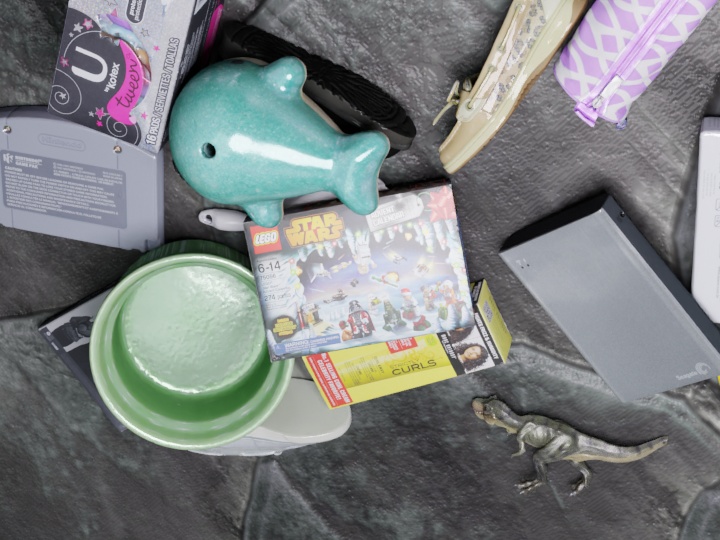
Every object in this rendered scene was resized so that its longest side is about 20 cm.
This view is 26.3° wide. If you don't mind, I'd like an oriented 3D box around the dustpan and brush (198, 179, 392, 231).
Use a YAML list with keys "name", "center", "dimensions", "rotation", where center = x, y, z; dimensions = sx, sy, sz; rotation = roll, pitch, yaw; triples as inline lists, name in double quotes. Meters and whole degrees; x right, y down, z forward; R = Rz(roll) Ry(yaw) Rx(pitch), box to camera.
- name: "dustpan and brush"
  center: [-0.066, -0.037, 1.507]
  dimensions: [0.198, 0.057, 0.141]
  rotation: [4, 115, 6]

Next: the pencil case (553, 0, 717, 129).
- name: "pencil case"
  center: [0.240, -0.214, 1.287]
  dimensions: [0.084, 0.086, 0.201]
  rotation: [32, 122, -3]

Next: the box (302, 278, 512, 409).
- name: "box"
  center: [0.045, 0.075, 1.534]
  dimensions: [0.199, 0.050, 0.076]
  rotation: [-16, 114, 24]

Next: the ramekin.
- name: "ramekin"
  center: [-0.165, 0.067, 1.530]
  dimensions: [0.198, 0.098, 0.202]
  rotation: [-1, 107, -4]

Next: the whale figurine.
- name: "whale figurine"
  center: [-0.077, -0.105, 1.337]
  dimensions: [0.199, 0.104, 0.160]
  rotation: [21, 115, 18]

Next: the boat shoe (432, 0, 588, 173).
- name: "boat shoe"
  center: [0.122, -0.175, 1.358]
  dimensions: [0.062, 0.073, 0.201]
  rotation: [36, 112, 1]

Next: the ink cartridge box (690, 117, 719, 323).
- name: "ink cartridge box"
  center: [0.397, -0.038, 1.369]
  dimensions: [0.198, 0.041, 0.201]
  rotation: [5, 122, 14]

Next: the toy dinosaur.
- name: "toy dinosaur"
  center: [0.203, 0.186, 1.559]
  dimensions: [0.198, 0.048, 0.089]
  rotation: [13, 116, 5]

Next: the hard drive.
- name: "hard drive"
  center: [0.239, 0.030, 1.436]
  dimensions: [0.200, 0.033, 0.139]
  rotation: [49, 141, -14]

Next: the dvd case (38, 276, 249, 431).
- name: "dvd case"
  center: [-0.225, 0.076, 1.630]
  dimensions: [0.199, 0.025, 0.151]
  rotation: [-27, 109, 27]

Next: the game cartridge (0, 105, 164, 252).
- name: "game cartridge"
  center: [-0.291, -0.096, 1.543]
  dimensions: [0.198, 0.041, 0.134]
  rotation: [11, 126, 10]

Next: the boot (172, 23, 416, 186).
- name: "boot"
  center: [-0.063, -0.118, 1.433]
  dimensions: [0.210, 0.079, 0.159]
  rotation: [29, 117, 11]

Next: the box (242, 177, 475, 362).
- name: "box"
  center: [0.000, 0.000, 1.442]
  dimensions: [0.198, 0.040, 0.138]
  rotation: [-11, 101, 4]

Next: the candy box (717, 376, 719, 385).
- name: "candy box"
  center: [0.406, 0.141, 1.482]
  dimensions: [0.101, 0.026, 0.201]
  rotation: [-12, 116, 18]

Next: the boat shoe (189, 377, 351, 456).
- name: "boat shoe"
  center: [-0.105, 0.160, 1.626]
  dimensions: [0.199, 0.071, 0.072]
  rotation: [-1, 146, 8]

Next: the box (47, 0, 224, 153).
- name: "box"
  center: [-0.193, -0.232, 1.374]
  dimensions: [0.114, 0.132, 0.201]
  rotation: [20, 123, 2]
